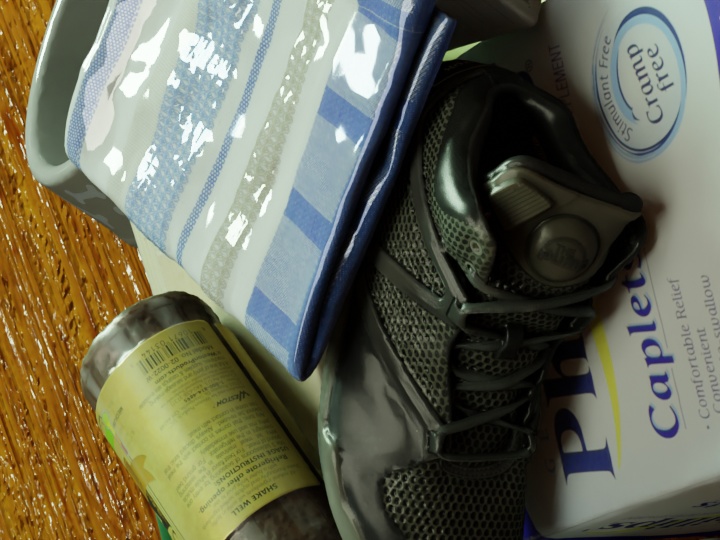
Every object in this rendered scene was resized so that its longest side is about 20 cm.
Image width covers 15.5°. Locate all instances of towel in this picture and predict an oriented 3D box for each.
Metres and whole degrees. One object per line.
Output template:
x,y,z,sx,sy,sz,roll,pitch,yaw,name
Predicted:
-0.045,-0.068,0.959,0.200,0.024,0.148,42,116,50,towel

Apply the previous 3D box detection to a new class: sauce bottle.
-0.034,0.096,0.970,0.200,0.064,0.065,54,134,34,sauce bottle

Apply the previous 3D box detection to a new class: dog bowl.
-0.092,-0.112,1.218,0.200,0.058,0.201,-48,31,41,dog bowl

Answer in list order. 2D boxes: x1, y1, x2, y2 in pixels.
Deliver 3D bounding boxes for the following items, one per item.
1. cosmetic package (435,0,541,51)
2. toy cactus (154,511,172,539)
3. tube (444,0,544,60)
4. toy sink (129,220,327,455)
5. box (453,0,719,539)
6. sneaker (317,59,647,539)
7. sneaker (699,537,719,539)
0.041,-0.177,0.980,0.082,0.050,0.201,-16,52,47,cosmetic package
-0.066,0.116,1.148,0.102,0.165,0.201,24,145,30,toy cactus
0.039,-0.113,1.106,0.199,0.052,0.058,-3,109,55,tube
0.000,0.000,1.059,0.112,0.130,0.202,-10,98,56,toy sink
0.125,-0.011,0.932,0.200,0.104,0.185,-30,67,54,box
0.041,0.026,0.898,0.114,0.076,0.201,-3,83,63,sneaker
0.099,0.127,0.916,0.199,0.092,0.076,-20,62,18,sneaker
